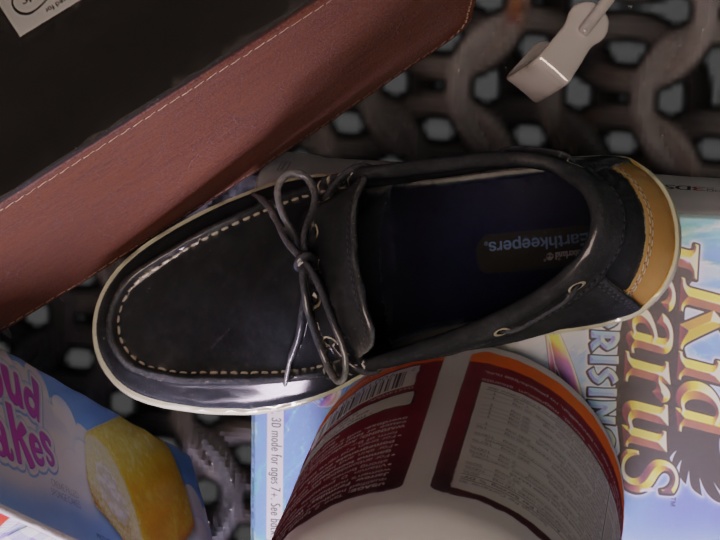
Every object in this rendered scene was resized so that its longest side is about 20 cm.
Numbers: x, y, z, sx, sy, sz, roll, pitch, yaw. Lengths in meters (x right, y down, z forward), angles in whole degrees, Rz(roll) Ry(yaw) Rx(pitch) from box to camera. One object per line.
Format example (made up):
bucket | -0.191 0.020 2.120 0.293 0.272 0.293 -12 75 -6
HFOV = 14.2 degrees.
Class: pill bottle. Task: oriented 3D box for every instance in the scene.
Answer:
pill bottle | 0.022 0.105 0.879 0.109 0.200 0.110 3 109 8

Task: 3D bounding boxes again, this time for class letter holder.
letter holder | -0.067 -0.082 0.902 0.199 0.142 0.101 -33 78 -9

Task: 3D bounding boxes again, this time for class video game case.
video game case | 0.053 0.065 0.992 0.180 0.045 0.201 3 109 6

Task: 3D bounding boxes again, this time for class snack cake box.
snack cake box | -0.141 0.086 0.949 0.115 0.200 0.067 -25 63 16

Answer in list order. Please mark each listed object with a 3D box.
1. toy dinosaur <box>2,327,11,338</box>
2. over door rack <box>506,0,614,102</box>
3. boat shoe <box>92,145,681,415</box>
toy dinosaur | -0.140 -0.081 0.964 0.102 0.077 0.201 17 105 -11
over door rack | 0.166 -0.090 0.890 0.148 0.067 0.200 38 94 -5
boat shoe | 0.000 0.000 0.906 0.199 0.062 0.075 -10 79 22
